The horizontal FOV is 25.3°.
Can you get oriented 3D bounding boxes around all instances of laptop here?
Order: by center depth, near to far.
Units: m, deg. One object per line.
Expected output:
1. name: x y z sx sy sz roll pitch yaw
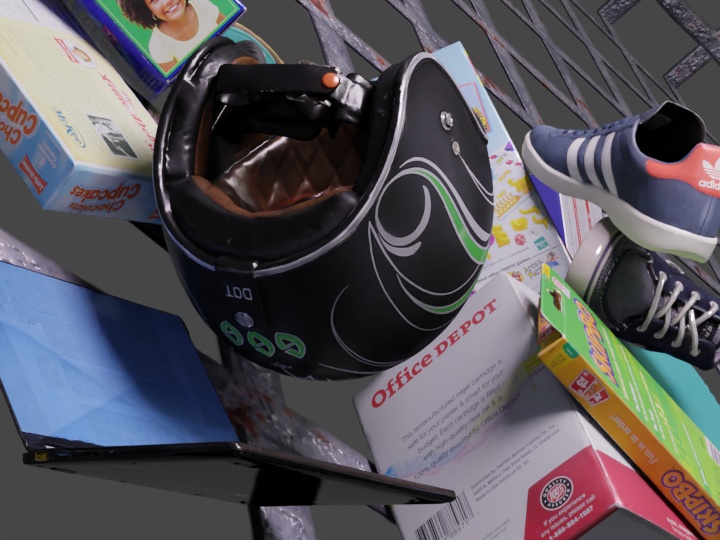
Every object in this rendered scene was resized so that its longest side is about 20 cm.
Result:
1. laptop: -0.080 0.053 0.817 0.187 0.199 0.117 21 67 -53

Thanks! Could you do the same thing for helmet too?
1. helmet: -0.015 -0.036 0.913 0.201 0.199 0.191 60 7 29

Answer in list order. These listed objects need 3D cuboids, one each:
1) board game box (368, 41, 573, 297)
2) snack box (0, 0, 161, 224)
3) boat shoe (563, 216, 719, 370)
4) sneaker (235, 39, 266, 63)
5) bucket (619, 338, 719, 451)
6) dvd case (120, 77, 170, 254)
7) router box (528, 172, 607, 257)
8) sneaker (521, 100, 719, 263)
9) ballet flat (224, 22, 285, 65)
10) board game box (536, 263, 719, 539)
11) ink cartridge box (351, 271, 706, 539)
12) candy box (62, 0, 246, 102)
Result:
1. board game box: 0.070 -0.042 1.158 0.103 0.104 0.201 72 -6 -68
2. snack box: -0.189 -0.112 0.953 0.200 0.037 0.116 51 22 24
3. boat shoe: 0.205 0.020 1.096 0.092 0.075 0.200 26 4 23
4. sneaker: -0.071 -0.072 1.090 0.077 0.075 0.201 39 30 -47
5. bucket: 0.189 0.125 1.239 0.207 0.135 0.208 41 22 -21
6. dvd case: -0.113 -0.046 1.067 0.200 0.018 0.143 41 21 -26
7. router box: 0.209 0.022 1.485 0.179 0.049 0.201 19 61 -56
8. sneaker: 0.180 -0.077 1.061 0.075 0.085 0.200 11 16 -31
9. ballet flat: -0.083 -0.141 1.272 0.200 0.069 0.063 35 -4 -42
10. board game box: 0.171 0.086 0.991 0.200 0.030 0.096 49 18 -11
11. ink cartridge box: 0.112 0.135 1.032 0.144 0.145 0.201 32 26 -41
12. candy box: -0.177 -0.212 1.057 0.200 0.077 0.169 46 -7 -10
